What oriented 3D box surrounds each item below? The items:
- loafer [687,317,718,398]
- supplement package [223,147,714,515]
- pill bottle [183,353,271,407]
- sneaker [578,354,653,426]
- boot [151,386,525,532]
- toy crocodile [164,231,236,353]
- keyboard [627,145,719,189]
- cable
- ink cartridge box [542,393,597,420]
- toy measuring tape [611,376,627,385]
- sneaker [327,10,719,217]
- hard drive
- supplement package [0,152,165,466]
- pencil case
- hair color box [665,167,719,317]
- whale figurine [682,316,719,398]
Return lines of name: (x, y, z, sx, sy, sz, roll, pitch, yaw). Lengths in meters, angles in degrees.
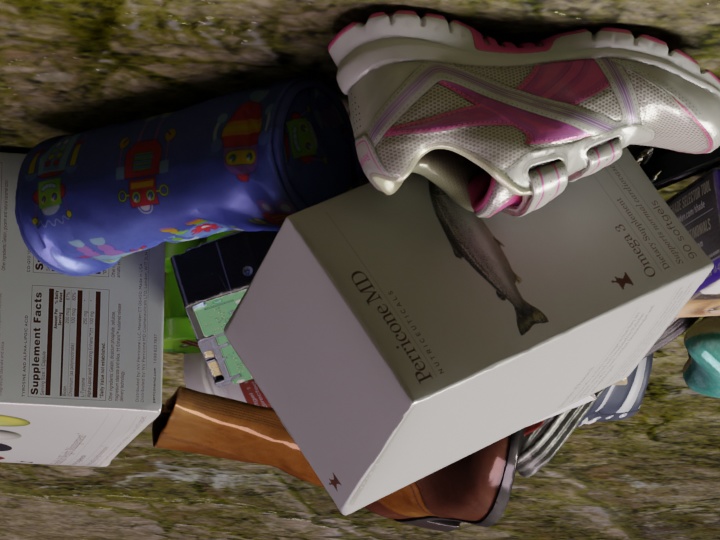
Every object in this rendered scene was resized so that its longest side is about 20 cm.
loafer: (0.303, 0.046, 1.863, 0.199, 0.073, 0.071, 5, -164, -16)
supplement package: (0.053, 0.015, 1.419, 0.199, 0.117, 0.117, -24, 160, -32)
pill bottle: (-0.017, 0.050, 1.786, 0.112, 0.113, 0.199, 14, 161, -42)
sneaker: (0.114, 0.097, 1.906, 0.200, 0.070, 0.108, -44, 152, 18)
boot: (-0.013, 0.092, 1.671, 0.199, 0.069, 0.188, 18, 167, -13)
toy crocodile: (-0.081, 0.004, 1.696, 0.061, 0.068, 0.200, 5, 163, -20)
keyboard: (0.162, -0.066, 1.498, 0.104, 0.040, 0.200, -18, 176, -32)
cable: (0.137, 0.059, 1.782, 0.050, 0.098, 0.200, 30, 134, -27)
ink cartridge box: (0.067, 0.067, 1.801, 0.199, 0.095, 0.037, -22, 132, 34)
toy measuring tape: (0.137, 0.004, 1.601, 0.073, 0.074, 0.200, 0, -164, 5)
sneaker: (0.081, -0.066, 1.361, 0.199, 0.089, 0.081, 3, 166, -9)
hard drive: (0.000, 0.000, 1.590, 0.199, 0.038, 0.140, -19, 157, -1)
supplement package: (-0.225, 0.024, 1.632, 0.199, 0.148, 0.191, 4, 166, -13)
pencil case: (-0.086, -0.047, 1.476, 0.199, 0.079, 0.087, -10, 169, 38)
hair color box: (0.265, -0.017, 1.545, 0.199, 0.065, 0.109, -1, 167, -16)
whale figurine: (0.300, 0.058, 1.750, 0.199, 0.104, 0.159, -8, 156, 0)
